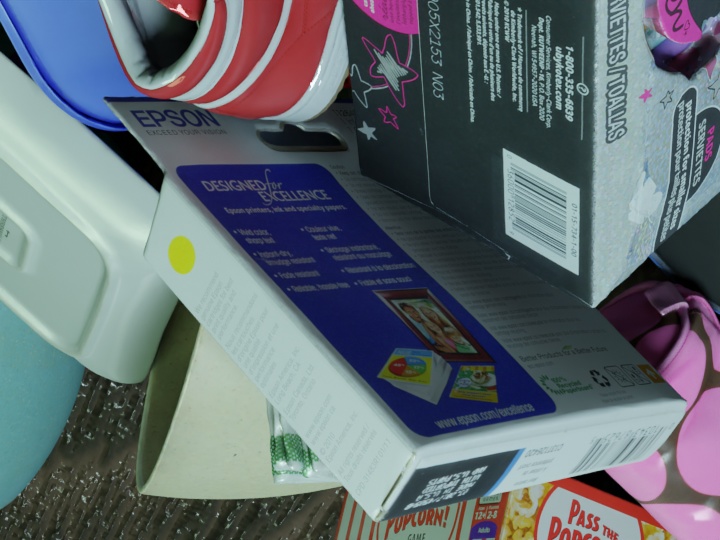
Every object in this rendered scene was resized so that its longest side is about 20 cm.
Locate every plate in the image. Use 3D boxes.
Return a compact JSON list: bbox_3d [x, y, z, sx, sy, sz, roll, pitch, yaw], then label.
[{"bbox_3d":[-0.175,-0.033,0.983,0.200,0.032,0.200,42,154,4],"label":"plate"}]

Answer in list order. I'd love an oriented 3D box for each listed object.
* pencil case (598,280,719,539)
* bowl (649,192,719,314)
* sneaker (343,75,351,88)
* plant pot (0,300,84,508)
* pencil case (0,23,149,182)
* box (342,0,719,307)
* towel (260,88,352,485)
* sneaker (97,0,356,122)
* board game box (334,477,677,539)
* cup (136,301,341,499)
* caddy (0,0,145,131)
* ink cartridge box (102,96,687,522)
[{"bbox_3d":[0.178,0.090,0.914,0.094,0.091,0.200,-42,112,19],"label":"pencil case"},{"bbox_3d":[0.192,-0.047,0.840,0.200,0.039,0.201,21,138,20],"label":"bowl"},{"bbox_3d":[-0.007,-0.165,0.820,0.078,0.116,0.201,8,132,32],"label":"sneaker"},{"bbox_3d":[-0.234,0.024,1.139,0.200,0.200,0.135,43,119,-6],"label":"plant pot"},{"bbox_3d":[-0.201,-0.093,1.060,0.085,0.093,0.200,-33,109,14],"label":"pencil case"},{"bbox_3d":[0.076,-0.112,0.743,0.132,0.115,0.201,31,146,31],"label":"box"},{"bbox_3d":[0.000,0.000,0.876,0.031,0.149,0.201,-23,68,36],"label":"towel"},{"bbox_3d":[-0.038,-0.155,0.737,0.071,0.112,0.202,19,103,34],"label":"sneaker"},{"bbox_3d":[0.108,0.151,0.999,0.199,0.047,0.151,24,160,-28],"label":"board game box"},{"bbox_3d":[-0.019,0.027,0.981,0.142,0.201,0.201,14,142,-11],"label":"cup"},{"bbox_3d":[-0.114,-0.161,0.890,0.104,0.142,0.201,-5,123,34],"label":"caddy"},{"bbox_3d":[0.011,0.007,0.800,0.200,0.197,0.047,46,119,27],"label":"ink cartridge box"}]
